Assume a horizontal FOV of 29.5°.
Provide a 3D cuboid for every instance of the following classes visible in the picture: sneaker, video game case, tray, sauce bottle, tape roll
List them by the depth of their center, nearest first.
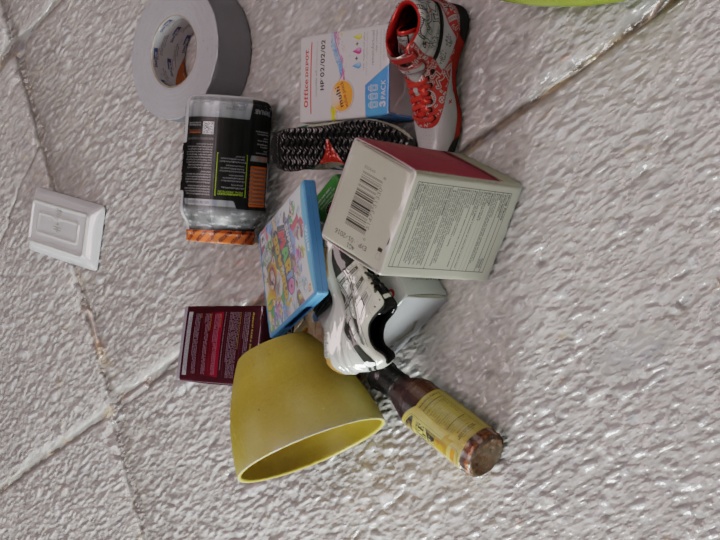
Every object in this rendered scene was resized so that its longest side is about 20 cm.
[{"bbox_3d":[0.006,0.023,1.643,0.087,0.075,0.202,-3,90,26],"label":"sneaker"},{"bbox_3d":[0.072,-0.231,1.663,0.067,0.107,0.203,11,96,42],"label":"sneaker"},{"bbox_3d":[0.087,0.175,1.669,0.200,0.066,0.066,35,112,40],"label":"sauce bottle"},{"bbox_3d":[-0.086,-0.010,1.708,0.200,0.018,0.144,138,128,-63],"label":"video game case"},{"bbox_3d":[-0.012,-0.164,1.761,0.198,0.093,0.071,0,104,23],"label":"sneaker"},{"bbox_3d":[-0.249,-0.316,1.998,0.199,0.066,0.202,-2,87,44],"label":"tape roll"},{"bbox_3d":[-0.490,-0.070,2.246,0.199,0.022,0.108,15,98,42],"label":"tray"}]

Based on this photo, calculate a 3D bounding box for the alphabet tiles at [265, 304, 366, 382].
[{"bbox_3d":[-0.068,0.102,1.853,0.168,0.008,0.201,-52,56,29],"label":"alphabet tiles"}]

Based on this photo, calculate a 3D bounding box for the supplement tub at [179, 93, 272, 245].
[{"bbox_3d":[-0.188,-0.138,1.896,0.122,0.122,0.202,6,92,43],"label":"supplement tub"}]

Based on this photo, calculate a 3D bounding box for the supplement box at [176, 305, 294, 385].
[{"bbox_3d":[-0.174,0.105,1.891,0.199,0.061,0.110,-1,80,52],"label":"supplement box"}]

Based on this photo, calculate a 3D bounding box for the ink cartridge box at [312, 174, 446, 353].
[{"bbox_3d":[0.000,0.000,1.741,0.147,0.083,0.201,-49,59,31],"label":"ink cartridge box"}]

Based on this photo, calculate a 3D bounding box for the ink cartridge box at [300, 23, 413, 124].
[{"bbox_3d":[-0.016,-0.247,1.773,0.199,0.068,0.116,0,88,43],"label":"ink cartridge box"}]

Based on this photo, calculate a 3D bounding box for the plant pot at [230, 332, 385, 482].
[{"bbox_3d":[-0.086,0.163,1.730,0.200,0.199,0.143,-35,70,37],"label":"plant pot"}]

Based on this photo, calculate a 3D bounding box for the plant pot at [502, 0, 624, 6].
[{"bbox_3d":[0.215,-0.367,1.507,0.199,0.186,0.189,-9,82,57],"label":"plant pot"}]

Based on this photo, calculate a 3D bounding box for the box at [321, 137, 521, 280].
[{"bbox_3d":[0.073,-0.070,1.594,0.109,0.199,0.129,32,109,39],"label":"box"}]

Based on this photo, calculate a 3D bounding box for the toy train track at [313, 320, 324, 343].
[{"bbox_3d":[-0.087,0.132,1.843,0.199,0.032,0.116,-15,79,43],"label":"toy train track"}]
